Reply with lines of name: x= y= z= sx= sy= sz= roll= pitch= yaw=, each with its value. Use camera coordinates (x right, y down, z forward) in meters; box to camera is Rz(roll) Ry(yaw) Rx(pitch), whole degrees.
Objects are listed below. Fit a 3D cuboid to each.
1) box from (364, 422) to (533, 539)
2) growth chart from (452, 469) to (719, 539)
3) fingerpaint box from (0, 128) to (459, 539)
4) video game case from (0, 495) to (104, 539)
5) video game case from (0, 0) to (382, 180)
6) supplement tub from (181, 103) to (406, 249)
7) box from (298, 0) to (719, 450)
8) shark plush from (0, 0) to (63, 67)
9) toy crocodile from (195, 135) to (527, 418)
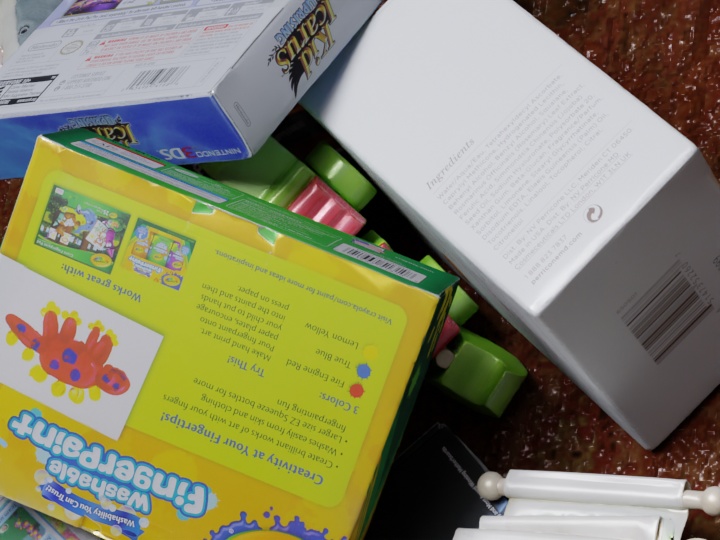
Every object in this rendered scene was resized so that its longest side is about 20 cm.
box: x=0.038 y=0.193 z=1.175 sx=0.160 sy=0.044 sz=0.200 roll=-41 pitch=51 yaw=2
growth chart: x=0.081 y=0.177 z=1.120 sx=0.144 sy=0.018 sz=0.201 roll=11 pitch=68 yaw=33
fingerpaint box: x=-0.076 y=0.047 z=1.163 sx=0.199 sy=0.073 sz=0.167 roll=21 pitch=100 yaw=8
video game case: x=-0.205 y=0.187 z=1.192 sx=0.200 sy=0.024 sz=0.182 roll=-48 pitch=49 yaw=-6
video game case: x=-0.083 y=-0.123 z=1.259 sx=0.200 sy=0.046 sz=0.181 roll=-2 pitch=42 yaw=44
supplement tub: x=-0.070 y=-0.070 z=1.350 sx=0.107 sy=0.107 sz=0.200 roll=-47 pitch=51 yaw=-2
box: x=0.089 y=-0.035 z=1.207 sx=0.106 sy=0.152 sz=0.200 roll=-45 pitch=51 yaw=-1
shark plush: x=-0.141 y=-0.165 z=1.419 sx=0.200 sy=0.091 sz=0.083 roll=-40 pitch=15 yaw=-32
toy crocodile: x=0.000 y=0.000 z=1.234 sx=0.068 sy=0.200 sz=0.062 roll=-44 pitch=13 yaw=-1
